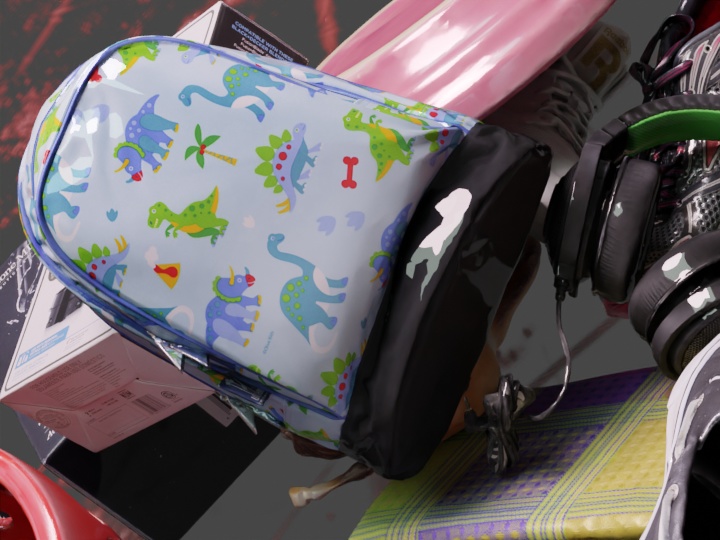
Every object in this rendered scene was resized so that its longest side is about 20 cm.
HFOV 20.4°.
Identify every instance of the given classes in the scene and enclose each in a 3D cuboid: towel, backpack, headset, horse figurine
[{"bbox_3d":[0.100,0.083,0.866,0.199,0.023,0.144,-12,20,38],"label":"towel"},{"bbox_3d":[-0.045,-0.022,0.849,0.199,0.154,0.164,26,93,23],"label":"backpack"},{"bbox_3d":[0.126,0.007,0.867,0.200,0.094,0.123,-38,62,-26],"label":"headset"},{"bbox_3d":[0.026,0.049,0.963,0.132,0.050,0.200,-28,9,20],"label":"horse figurine"}]

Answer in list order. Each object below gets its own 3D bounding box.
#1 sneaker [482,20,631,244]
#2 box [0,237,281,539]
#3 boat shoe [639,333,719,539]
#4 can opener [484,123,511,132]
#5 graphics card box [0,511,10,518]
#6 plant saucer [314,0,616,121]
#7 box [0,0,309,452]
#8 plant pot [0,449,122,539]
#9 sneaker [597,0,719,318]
[{"bbox_3d":[0.096,-0.084,1.008,0.115,0.074,0.200,-42,25,-2],"label":"sneaker"},{"bbox_3d":[-0.104,0.018,1.117,0.200,0.104,0.182,-47,35,1],"label":"box"},{"bbox_3d":[0.142,0.073,0.729,0.200,0.072,0.068,-51,-7,-44],"label":"boat shoe"},{"bbox_3d":[0.000,0.000,0.950,0.200,0.066,0.053,-36,54,35],"label":"can opener"},{"bbox_3d":[-0.241,0.161,1.045,0.125,0.200,0.051,-36,51,14],"label":"graphics card box"},{"bbox_3d":[0.041,-0.111,0.974,0.200,0.051,0.201,-37,12,9],"label":"plant saucer"},{"bbox_3d":[-0.101,-0.022,0.992,0.116,0.060,0.201,-27,40,47],"label":"box"},{"bbox_3d":[-0.168,0.204,0.927,0.199,0.183,0.201,-17,53,24],"label":"plant pot"},{"bbox_3d":[0.154,-0.067,0.953,0.080,0.075,0.201,-1,57,45],"label":"sneaker"}]
